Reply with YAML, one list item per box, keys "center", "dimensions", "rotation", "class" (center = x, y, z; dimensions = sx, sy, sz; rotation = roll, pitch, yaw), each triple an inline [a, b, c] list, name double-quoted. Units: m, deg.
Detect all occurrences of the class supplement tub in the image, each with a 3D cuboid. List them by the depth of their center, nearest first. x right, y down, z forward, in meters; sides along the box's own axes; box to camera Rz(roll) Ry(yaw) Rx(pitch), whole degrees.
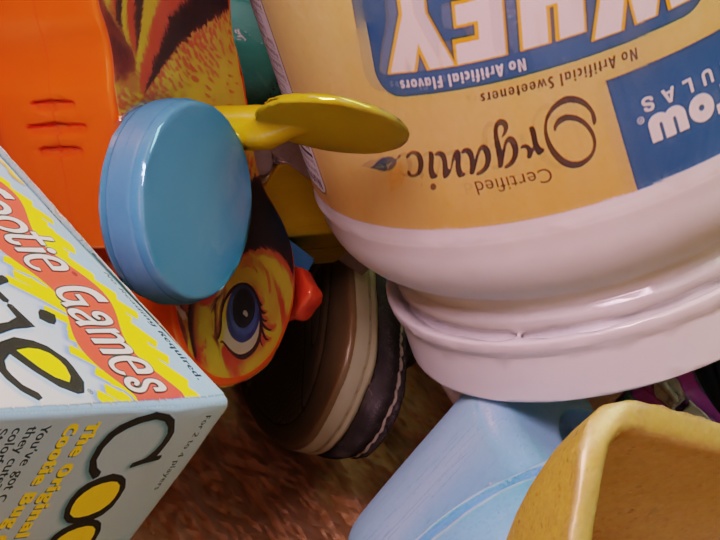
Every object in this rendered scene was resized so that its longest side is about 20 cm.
- center: [0.042, -0.083, 0.678]
  dimensions: [0.145, 0.144, 0.201]
  rotation: [-87, 160, -65]
  class: "supplement tub"

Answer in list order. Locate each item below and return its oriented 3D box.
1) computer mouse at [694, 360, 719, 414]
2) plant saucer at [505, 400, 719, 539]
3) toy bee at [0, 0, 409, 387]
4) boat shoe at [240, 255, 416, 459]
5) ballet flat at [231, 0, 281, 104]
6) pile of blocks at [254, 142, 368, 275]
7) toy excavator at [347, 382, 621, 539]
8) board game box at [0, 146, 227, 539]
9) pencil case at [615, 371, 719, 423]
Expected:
- center: [0.155, 0.068, 0.773]
  dimensions: [0.200, 0.046, 0.141]
  rotation: [37, 24, -27]
  class: "computer mouse"
- center: [0.083, 0.139, 0.589]
  dimensions: [0.200, 0.201, 0.048]
  rotation: [16, -8, -43]
  class: "plant saucer"
- center: [-0.055, -0.014, 0.653]
  dimensions: [0.131, 0.201, 0.109]
  rotation: [23, 17, 25]
  class: "toy bee"
- center: [0.000, 0.000, 0.849]
  dimensions: [0.065, 0.073, 0.200]
  rotation: [24, 24, -17]
  class: "boat shoe"
- center: [-0.024, -0.071, 0.820]
  dimensions: [0.070, 0.068, 0.200]
  rotation: [14, 1, 4]
  class: "ballet flat"
- center: [-0.078, -0.001, 0.726]
  dimensions: [0.199, 0.062, 0.082]
  rotation: [1, 65, -30]
  class: "pile of blocks"
- center: [0.052, 0.061, 0.742]
  dimensions: [0.194, 0.100, 0.200]
  rotation: [9, 39, -50]
  class: "toy excavator"
- center: [-0.140, 0.032, 0.522]
  dimensions: [0.103, 0.105, 0.200]
  rotation: [46, 22, 25]
  class: "board game box"
- center: [0.158, 0.099, 0.869]
  dimensions: [0.200, 0.085, 0.092]
  rotation: [44, 3, 21]
  class: "pencil case"
